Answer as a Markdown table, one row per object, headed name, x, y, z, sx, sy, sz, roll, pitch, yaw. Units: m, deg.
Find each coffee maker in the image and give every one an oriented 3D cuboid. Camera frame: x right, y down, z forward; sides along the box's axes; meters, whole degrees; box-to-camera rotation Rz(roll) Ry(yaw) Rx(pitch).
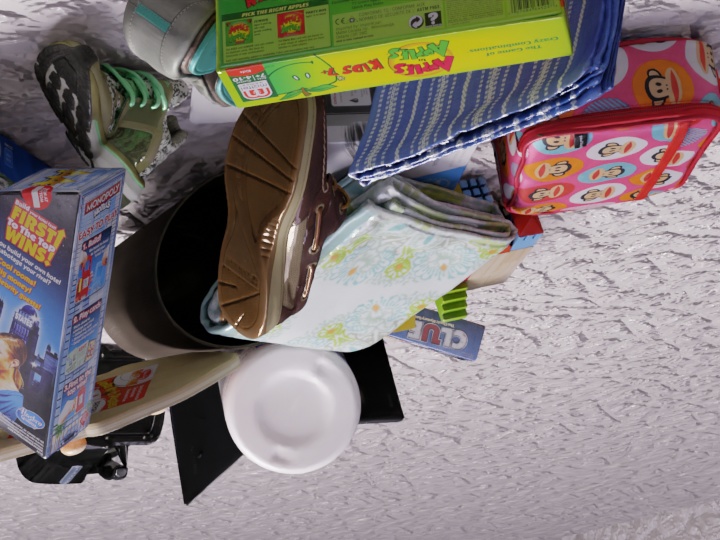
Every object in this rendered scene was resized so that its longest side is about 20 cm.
| name | x | y | z | sx | sy | sz | roll | pitch | yaw |
| --- | --- | --- | --- | --- | --- | --- | --- | --- | --- |
| coffee maker | -0.331 | 0.156 | 2.056 | 0.191 | 0.136 | 0.200 | 24 | 155 | -13 |

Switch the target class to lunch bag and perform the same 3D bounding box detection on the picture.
| name | x | y | z | sx | sy | sz | roll | pitch | yaw |
| --- | --- | --- | --- | --- | --- | --- | --- | --- | --- |
| lunch bag | 0.191 | -0.107 | 1.367 | 0.175 | 0.083 | 0.200 | -8 | 166 | -4 |

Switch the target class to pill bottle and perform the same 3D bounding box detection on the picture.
| name | x | y | z | sx | sy | sz | roll | pitch | yaw |
| --- | --- | --- | --- | --- | --- | --- | --- | --- | --- |
| pill bottle | -0.066 | 0.095 | 1.582 | 0.113 | 0.115 | 0.200 | -3 | -170 | -7 |

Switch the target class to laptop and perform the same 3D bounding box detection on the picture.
| name | x | y | z | sx | sy | sz | roll | pitch | yaw |
| --- | --- | --- | --- | --- | --- | --- | --- | --- | --- |
| laptop | -0.080 | 0.114 | 1.782 | 0.198 | 0.188 | 0.116 | -2 | 135 | -14 |

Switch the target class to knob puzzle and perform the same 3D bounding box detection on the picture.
| name | x | y | z | sx | sy | sz | roll | pitch | yaw |
| --- | --- | --- | --- | --- | --- | --- | --- | --- | --- |
| knob puzzle | -0.186 | 0.107 | 1.416 | 0.218 | 0.031 | 0.220 | -17 | -171 | 3 |

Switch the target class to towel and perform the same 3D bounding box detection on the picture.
| name | x | y | z | sx | sy | sz | roll | pitch | yaw |
| --- | --- | --- | --- | --- | --- | --- | --- | --- | --- |
| towel | 0.000 | 0.000 | 1.390 | 0.200 | 0.048 | 0.171 | -36 | 148 | 30 |
| towel | 0.080 | -0.137 | 1.125 | 0.199 | 0.146 | 0.024 | -19 | 135 | 39 |

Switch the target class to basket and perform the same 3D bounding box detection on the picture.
| name | x | y | z | sx | sy | sz | roll | pitch | yaw |
| --- | --- | --- | --- | --- | --- | --- | --- | --- | --- |
| basket | -0.137 | 0.006 | 1.542 | 0.180 | 0.137 | 0.200 | -37 | -172 | -32 |

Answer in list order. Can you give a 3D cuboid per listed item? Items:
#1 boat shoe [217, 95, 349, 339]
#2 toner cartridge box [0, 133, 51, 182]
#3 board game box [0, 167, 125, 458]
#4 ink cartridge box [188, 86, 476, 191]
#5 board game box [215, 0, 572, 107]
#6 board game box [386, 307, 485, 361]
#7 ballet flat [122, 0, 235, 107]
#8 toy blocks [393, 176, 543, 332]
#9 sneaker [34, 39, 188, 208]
| name | x | y | z | sx | sy | sz | roll | pitch | yaw |
| --- | --- | --- | --- | --- | --- | --- | --- | --- | --- |
| boat shoe | -0.047 | -0.047 | 1.261 | 0.072 | 0.072 | 0.201 | -18 | 130 | -38 |
| toner cartridge box | -0.303 | -0.070 | 1.391 | 0.094 | 0.044 | 0.200 | -9 | 164 | 15 |
| board game box | -0.248 | -0.009 | 1.262 | 0.201 | 0.199 | 0.062 | -62 | 168 | 28 |
| ink cartridge box | -0.022 | -0.101 | 1.328 | 0.198 | 0.067 | 0.116 | -3 | 163 | -8 |
| board game box | 0.017 | -0.163 | 1.058 | 0.198 | 0.102 | 0.048 | -8 | 156 | 10 |
| board game box | 0.012 | 0.040 | 1.707 | 0.198 | 0.035 | 0.135 | 17 | 177 | 0 |
| ballet flat | -0.101 | -0.149 | 1.158 | 0.063 | 0.068 | 0.200 | 31 | -176 | 8 |
| toy blocks | 0.075 | -0.027 | 1.593 | 0.198 | 0.101 | 0.137 | -10 | 158 | -23 |
| sneaker | -0.164 | -0.118 | 1.272 | 0.088 | 0.077 | 0.200 | -35 | 165 | -9 |
